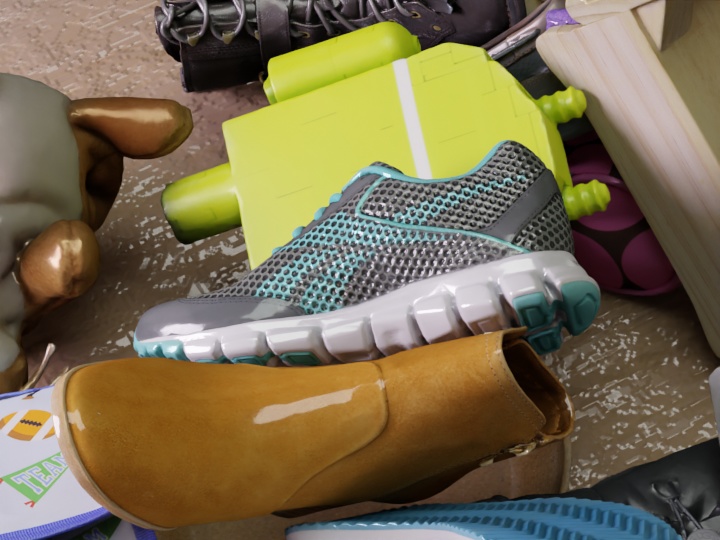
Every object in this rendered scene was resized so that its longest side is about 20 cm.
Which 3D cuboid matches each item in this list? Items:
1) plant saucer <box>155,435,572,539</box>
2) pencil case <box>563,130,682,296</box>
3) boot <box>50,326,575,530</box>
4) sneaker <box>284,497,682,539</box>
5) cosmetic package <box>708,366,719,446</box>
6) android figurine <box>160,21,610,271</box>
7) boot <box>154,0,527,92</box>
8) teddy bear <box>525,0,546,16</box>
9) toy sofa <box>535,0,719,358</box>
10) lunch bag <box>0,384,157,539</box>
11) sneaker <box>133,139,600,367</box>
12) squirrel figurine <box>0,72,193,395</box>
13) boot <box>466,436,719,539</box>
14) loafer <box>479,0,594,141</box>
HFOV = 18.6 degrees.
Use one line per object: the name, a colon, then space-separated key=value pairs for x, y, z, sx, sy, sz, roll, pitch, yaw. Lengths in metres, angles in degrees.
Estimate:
plant saucer: x=-0.006 y=0.091 z=0.984 sx=0.200 sy=0.035 sz=0.200 roll=-2 pitch=50 yaw=3
pencil case: x=0.155 y=-0.083 z=1.086 sx=0.094 sy=0.091 sz=0.200 roll=-6 pitch=38 yaw=45
boot: x=-0.010 y=0.052 z=0.852 sx=0.144 sy=0.201 sz=0.071 roll=-22 pitch=69 yaw=25
sneaker: x=0.050 y=0.130 z=0.830 sx=0.077 sy=0.200 sz=0.081 roll=-5 pitch=88 yaw=-37
cosmetic package: x=0.198 y=0.128 z=0.865 sx=0.083 sy=0.051 sz=0.200 roll=0 pitch=67 yaw=-15
android figurine: x=0.011 y=-0.027 z=0.983 sx=0.200 sy=0.041 sz=0.182 roll=-19 pitch=69 yaw=14
boot: x=-0.014 y=-0.127 z=1.078 sx=0.174 sy=0.200 sz=0.069 roll=-5 pitch=74 yaw=-7
teddy bear: x=0.140 y=-0.177 z=1.128 sx=0.067 sy=0.145 sz=0.200 roll=35 pitch=64 yaw=10
toy sofa: x=0.173 y=-0.058 z=0.974 sx=0.083 sy=0.098 sz=0.200 roll=-38 pitch=102 yaw=-28
lunch bag: x=-0.154 y=0.148 z=0.871 sx=0.170 sy=0.124 sz=0.200 roll=-15 pitch=65 yaw=-11
sneaker: x=0.000 y=0.000 z=0.926 sx=0.200 sy=0.078 sz=0.091 roll=-11 pitch=65 yaw=13
squirrel figurine: x=-0.192 y=0.009 z=1.014 sx=0.200 sy=0.142 sz=0.187 roll=-12 pitch=67 yaw=50
boot: x=0.157 y=0.149 z=0.909 sx=0.200 sy=0.066 sz=0.165 roll=-11 pitch=72 yaw=-22
loafer: x=0.032 y=-0.082 z=1.053 sx=0.200 sy=0.063 sz=0.072 roll=-16 pitch=30 yaw=31
